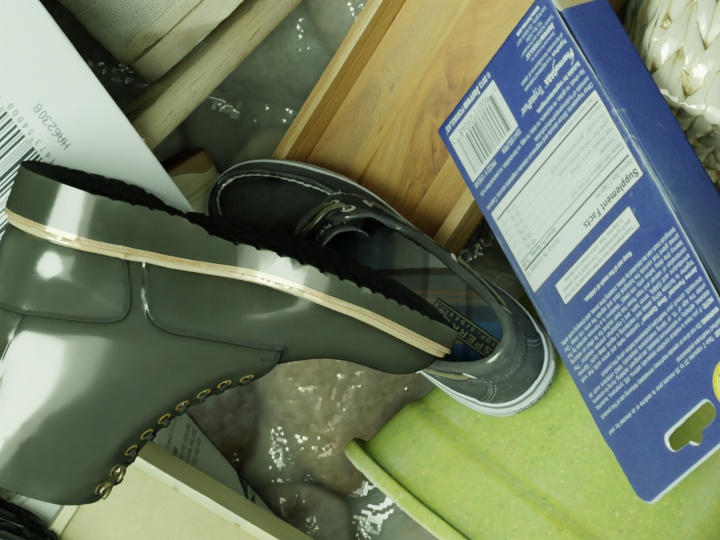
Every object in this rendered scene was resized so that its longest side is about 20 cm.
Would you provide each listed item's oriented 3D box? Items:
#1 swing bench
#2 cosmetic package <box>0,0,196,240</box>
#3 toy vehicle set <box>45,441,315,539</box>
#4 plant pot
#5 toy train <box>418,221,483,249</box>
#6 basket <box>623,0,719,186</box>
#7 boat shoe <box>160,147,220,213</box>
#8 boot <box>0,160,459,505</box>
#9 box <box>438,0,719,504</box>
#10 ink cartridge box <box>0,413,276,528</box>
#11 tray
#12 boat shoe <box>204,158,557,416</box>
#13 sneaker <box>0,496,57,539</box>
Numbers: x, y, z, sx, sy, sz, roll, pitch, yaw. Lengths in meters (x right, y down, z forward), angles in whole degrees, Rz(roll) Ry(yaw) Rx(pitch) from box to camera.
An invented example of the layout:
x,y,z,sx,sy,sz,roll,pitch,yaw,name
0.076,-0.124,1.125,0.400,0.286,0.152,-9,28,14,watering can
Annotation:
x,y,z,sx,sy,sz,roll,pitch,yaw,name
-0.103,-0.188,1.139,0.200,0.130,0.199,-44,101,-11,swing bench
-0.201,-0.058,1.103,0.123,0.200,0.200,-44,121,-15,cosmetic package
-0.118,0.188,1.211,0.124,0.027,0.200,32,103,-7,toy vehicle set
0.125,0.071,1.196,0.200,0.200,0.185,35,92,-9,plant pot
0.054,-0.043,1.234,0.046,0.034,0.200,45,102,1,toy train
0.194,-0.134,1.128,0.123,0.136,0.201,18,83,-2,basket
-0.147,0.015,1.230,0.199,0.072,0.065,-31,102,2,boat shoe
-0.071,0.047,1.051,0.199,0.077,0.139,18,97,-17,boot
0.111,-0.010,1.075,0.032,0.121,0.201,-16,70,-30,box
-0.103,0.175,1.265,0.144,0.084,0.200,-38,102,10,ink cartridge box
0.034,-0.080,1.187,0.099,0.037,0.200,40,113,17,tray
0.000,0.000,1.140,0.200,0.066,0.070,36,86,28,boat shoe
-0.196,0.133,1.172,0.074,0.200,0.080,30,96,-38,sneaker
